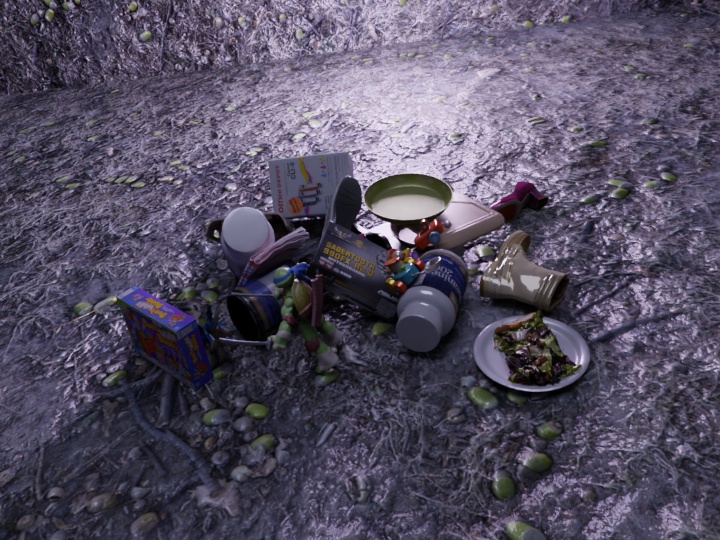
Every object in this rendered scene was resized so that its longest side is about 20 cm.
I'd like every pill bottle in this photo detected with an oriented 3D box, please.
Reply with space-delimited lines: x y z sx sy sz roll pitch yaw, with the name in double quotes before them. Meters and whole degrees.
"pill bottle" -0.236 -0.055 1.361 0.111 0.200 0.115 2 74 -6
"pill bottle" 0.132 0.057 1.207 0.109 0.112 0.201 5 35 20
"pill bottle" -0.157 0.049 1.283 0.199 0.113 0.111 -32 40 -33

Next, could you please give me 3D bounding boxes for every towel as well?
"towel" -0.189 -0.004 1.334 0.146 0.200 0.030 -35 80 -35

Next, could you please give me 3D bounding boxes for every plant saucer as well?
"plant saucer" 0.104 -0.153 1.412 0.197 0.031 0.201 -3 37 2
"plant saucer" 0.164 -0.094 1.438 0.197 0.035 0.201 -5 32 3

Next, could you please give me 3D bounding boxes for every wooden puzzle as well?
"wooden puzzle" 0.185 -0.114 1.409 0.183 0.038 0.200 -23 41 -23

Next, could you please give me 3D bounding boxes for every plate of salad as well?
"plate of salad" 0.295 0.132 1.116 0.197 0.049 0.201 -5 33 3

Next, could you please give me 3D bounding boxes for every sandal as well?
"sandal" 0.014 -0.054 1.442 0.045 0.076 0.199 -20 27 -24

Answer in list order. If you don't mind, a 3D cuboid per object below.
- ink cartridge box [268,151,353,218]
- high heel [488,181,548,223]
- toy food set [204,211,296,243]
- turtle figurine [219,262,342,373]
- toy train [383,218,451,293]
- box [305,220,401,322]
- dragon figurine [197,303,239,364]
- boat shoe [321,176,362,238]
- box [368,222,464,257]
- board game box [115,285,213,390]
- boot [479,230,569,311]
"ink cartridge box" -0.115 -0.206 1.589 0.197 0.148 0.145 -6 4 5
"high heel" 0.353 -0.168 1.540 0.198 0.068 0.096 -13 40 -35
"toy food set" -0.253 -0.088 1.523 0.197 0.061 0.144 -6 -7 5
"turtle figurine" -0.131 0.095 1.153 0.200 0.195 0.144 -42 25 -8
"toy train" 0.101 -0.038 1.228 0.150 0.056 0.201 -39 13 22
"box" 0.000 0.000 1.294 0.198 0.049 0.159 28 36 -6
"dragon figurine" -0.279 0.106 1.185 0.099 0.201 0.059 38 68 20
"boat shoe" -0.050 -0.118 1.473 0.074 0.205 0.064 19 -16 -30
"box" 0.120 -0.062 1.461 0.143 0.037 0.200 -24 37 -23
"board game box" -0.365 0.122 1.195 0.198 0.136 0.045 20 41 37
"boot" 0.343 -0.001 1.283 0.154 0.074 0.200 14 41 31
